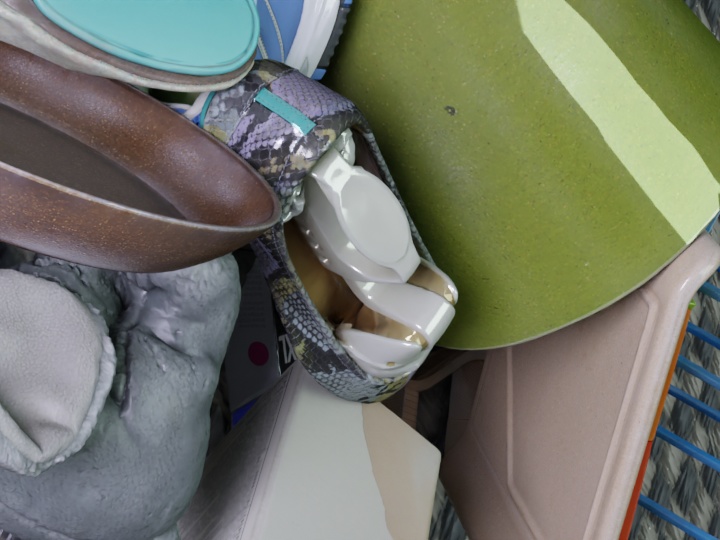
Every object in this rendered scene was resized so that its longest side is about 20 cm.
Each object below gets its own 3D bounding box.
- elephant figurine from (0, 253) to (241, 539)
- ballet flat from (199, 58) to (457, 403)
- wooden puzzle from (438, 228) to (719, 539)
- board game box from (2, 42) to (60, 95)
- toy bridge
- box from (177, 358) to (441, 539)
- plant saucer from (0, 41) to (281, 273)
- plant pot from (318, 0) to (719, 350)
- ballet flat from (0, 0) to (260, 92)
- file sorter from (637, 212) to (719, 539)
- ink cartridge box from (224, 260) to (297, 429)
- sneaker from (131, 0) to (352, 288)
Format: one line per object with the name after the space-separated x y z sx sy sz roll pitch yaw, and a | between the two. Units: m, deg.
-0.148 0.030 0.798 0.200 0.155 0.142 4 120 -49 | elephant figurine
0.000 0.000 0.902 0.200 0.072 0.072 60 41 -49 | ballet flat
0.099 0.047 1.053 0.037 0.185 0.201 11 111 -19 | wooden puzzle
-0.099 -0.169 0.934 0.200 0.047 0.151 -35 121 -54 | board game box
0.061 0.076 1.219 0.200 0.027 0.067 22 70 -56 | toy bridge
-0.032 0.127 0.918 0.078 0.095 0.200 38 25 -11 | box
-0.122 -0.048 0.764 0.200 0.200 0.032 2 117 -59 | plant saucer
0.040 -0.102 0.983 0.200 0.187 0.187 52 46 -28 | plant pot
-0.129 -0.112 0.807 0.200 0.062 0.068 22 73 -28 | ballet flat
0.182 0.050 1.128 0.139 0.122 0.200 -53 171 -44 | file sorter
-0.030 -0.011 1.063 0.095 0.037 0.201 -18 107 -58 | ink cartridge box
-0.075 -0.049 0.909 0.077 0.076 0.201 -7 123 -51 | sneaker
